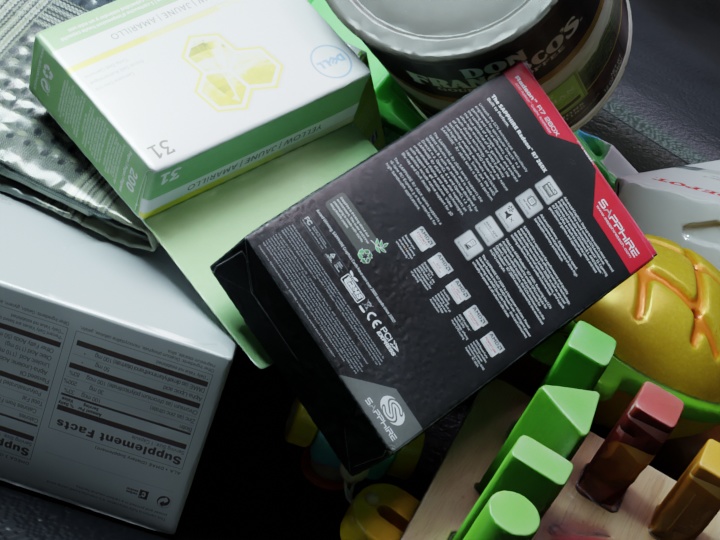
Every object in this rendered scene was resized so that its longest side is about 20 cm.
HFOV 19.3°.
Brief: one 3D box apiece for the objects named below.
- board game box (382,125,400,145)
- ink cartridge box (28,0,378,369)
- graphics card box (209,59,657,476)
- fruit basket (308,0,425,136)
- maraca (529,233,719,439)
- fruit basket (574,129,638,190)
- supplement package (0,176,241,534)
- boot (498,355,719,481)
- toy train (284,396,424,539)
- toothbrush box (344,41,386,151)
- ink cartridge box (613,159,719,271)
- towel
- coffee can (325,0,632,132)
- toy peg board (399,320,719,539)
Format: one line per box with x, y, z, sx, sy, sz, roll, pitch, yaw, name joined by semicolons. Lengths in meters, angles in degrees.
-0.044;-0.101;1.406;0.105;0.024;0.200;33;-9;-41;board game box
-0.052;-0.063;1.062;0.145;0.048;0.200;-27;65;-32;ink cartridge box
0.039;-0.004;1.037;0.200;0.051;0.126;-35;90;-34;graphics card box
0.020;-0.201;1.374;0.216;0.216;0.155;38;1;34;fruit basket
0.143;0.034;1.162;0.200;0.107;0.137;8;30;-47;maraca
0.116;-0.065;1.422;0.185;0.094;0.200;41;5;-37;fruit basket
-0.140;0.021;1.110;0.155;0.111;0.200;18;25;-3;supplement package
0.164;0.101;1.247;0.188;0.069;0.200;7;35;-38;boot
0.042;0.119;1.091;0.150;0.056;0.200;-12;53;-37;toy train
-0.067;-0.080;1.263;0.145;0.200;0.086;27;71;18;toothbrush box
0.259;-0.012;1.324;0.145;0.085;0.200;17;15;31;ink cartridge box
-0.145;-0.108;1.129;0.192;0.035;0.200;26;51;11;towel
0.067;-0.159;1.163;0.146;0.147;0.200;28;-3;17;coffee can
0.128;0.137;1.003;0.199;0.098;0.200;30;41;3;toy peg board
